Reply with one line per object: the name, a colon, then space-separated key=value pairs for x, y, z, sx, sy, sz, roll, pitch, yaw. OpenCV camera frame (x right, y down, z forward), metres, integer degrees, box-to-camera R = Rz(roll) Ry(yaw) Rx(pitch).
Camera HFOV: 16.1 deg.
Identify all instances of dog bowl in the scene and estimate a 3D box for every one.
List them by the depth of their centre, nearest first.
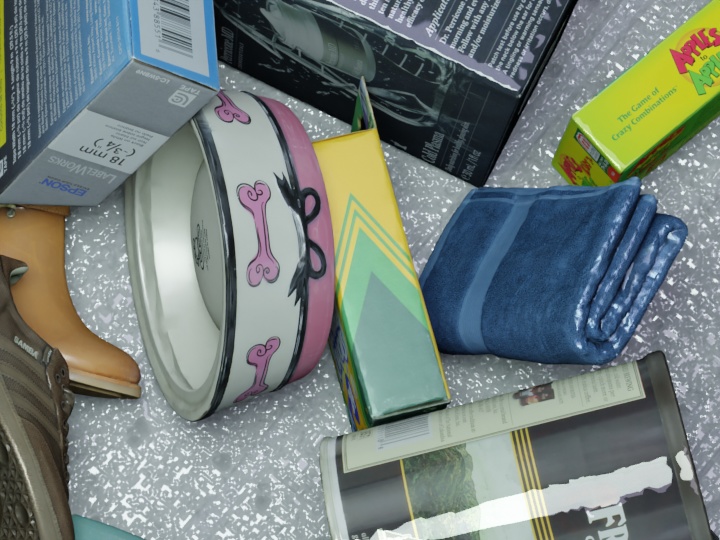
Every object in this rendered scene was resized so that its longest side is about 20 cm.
dog bowl: x=-0.077 y=-0.015 z=1.494 sx=0.074 sy=0.200 sz=0.200 roll=-7 pitch=77 yaw=-21

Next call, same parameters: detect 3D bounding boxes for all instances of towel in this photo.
towel: x=0.100 y=0.001 z=1.498 sx=0.049 sy=0.200 sz=0.112 roll=35 pitch=75 yaw=-26

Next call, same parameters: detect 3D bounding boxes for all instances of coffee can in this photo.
coffee can: x=0.091 y=0.140 z=1.432 sx=0.200 sy=0.146 sz=0.147 roll=-15 pitch=78 yaw=6

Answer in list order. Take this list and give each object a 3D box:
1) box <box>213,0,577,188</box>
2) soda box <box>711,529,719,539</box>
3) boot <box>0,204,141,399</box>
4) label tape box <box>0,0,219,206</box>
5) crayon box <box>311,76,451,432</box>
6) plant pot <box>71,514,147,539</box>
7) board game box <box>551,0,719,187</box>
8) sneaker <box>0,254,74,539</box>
box: x=0.022 y=-0.165 z=1.526 sx=0.196 sy=0.200 sz=0.124 roll=27 pitch=76 yaw=3
soda box: x=0.127 y=0.217 z=1.512 sx=0.200 sy=0.063 sz=0.071 roll=-39 pitch=82 yaw=-11
boot: x=-0.197 y=-0.018 z=1.546 sx=0.200 sy=0.077 sz=0.155 roll=23 pitch=79 yaw=14
label tape box: x=-0.164 y=-0.120 z=1.481 sx=0.063 sy=0.200 sz=0.144 roll=17 pitch=52 yaw=-33
crayon box: x=0.000 y=0.000 z=1.524 sx=0.052 sy=0.126 sz=0.200 roll=-13 pitch=77 yaw=-6
plant pot: x=-0.109 y=0.238 z=1.457 sx=0.200 sy=0.141 sz=0.141 roll=36 pitch=77 yaw=15
board game box: x=0.213 y=-0.125 z=1.579 sx=0.200 sy=0.102 sz=0.048 roll=-39 pitch=81 yaw=-11
sneaker: x=-0.188 y=0.079 z=1.443 sx=0.075 sy=0.070 sz=0.200 roll=-13 pitch=77 yaw=-38
